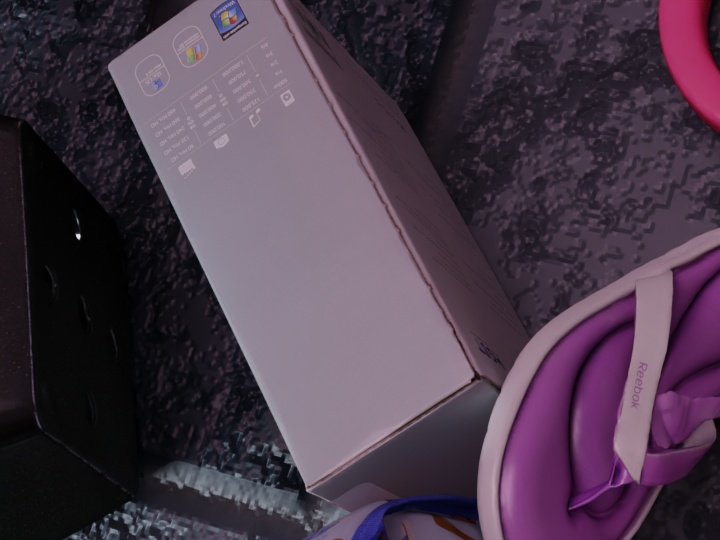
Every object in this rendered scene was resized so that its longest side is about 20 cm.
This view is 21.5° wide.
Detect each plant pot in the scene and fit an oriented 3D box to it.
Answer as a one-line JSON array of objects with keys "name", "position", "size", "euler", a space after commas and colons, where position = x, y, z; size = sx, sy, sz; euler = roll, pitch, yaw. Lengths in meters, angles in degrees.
[{"name": "plant pot", "position": [-0.201, 0.036, 0.822], "size": [0.176, 0.200, 0.201], "euler": [-10, 68, 9]}]

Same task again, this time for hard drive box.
[{"name": "hard drive box", "position": [0.000, 0.000, 0.757], "size": [0.077, 0.156, 0.201], "euler": [-33, 62, 10]}]

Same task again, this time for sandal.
[{"name": "sandal", "position": [0.110, 0.039, 0.687], "size": [0.050, 0.083, 0.203], "euler": [-11, 24, 47]}]

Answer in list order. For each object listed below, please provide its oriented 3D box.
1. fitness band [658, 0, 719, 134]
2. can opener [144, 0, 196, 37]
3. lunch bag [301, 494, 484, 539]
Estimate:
[{"name": "fitness band", "position": [0.219, -0.104, 0.763], "size": [0.199, 0.037, 0.144], "euler": [4, 74, 24]}, {"name": "can opener", "position": [-0.073, -0.190, 0.916], "size": [0.063, 0.078, 0.201], "euler": [-33, 50, 55]}, {"name": "lunch bag", "position": [-0.015, 0.155, 0.675], "size": [0.169, 0.200, 0.124], "euler": [-26, 64, 21]}]
